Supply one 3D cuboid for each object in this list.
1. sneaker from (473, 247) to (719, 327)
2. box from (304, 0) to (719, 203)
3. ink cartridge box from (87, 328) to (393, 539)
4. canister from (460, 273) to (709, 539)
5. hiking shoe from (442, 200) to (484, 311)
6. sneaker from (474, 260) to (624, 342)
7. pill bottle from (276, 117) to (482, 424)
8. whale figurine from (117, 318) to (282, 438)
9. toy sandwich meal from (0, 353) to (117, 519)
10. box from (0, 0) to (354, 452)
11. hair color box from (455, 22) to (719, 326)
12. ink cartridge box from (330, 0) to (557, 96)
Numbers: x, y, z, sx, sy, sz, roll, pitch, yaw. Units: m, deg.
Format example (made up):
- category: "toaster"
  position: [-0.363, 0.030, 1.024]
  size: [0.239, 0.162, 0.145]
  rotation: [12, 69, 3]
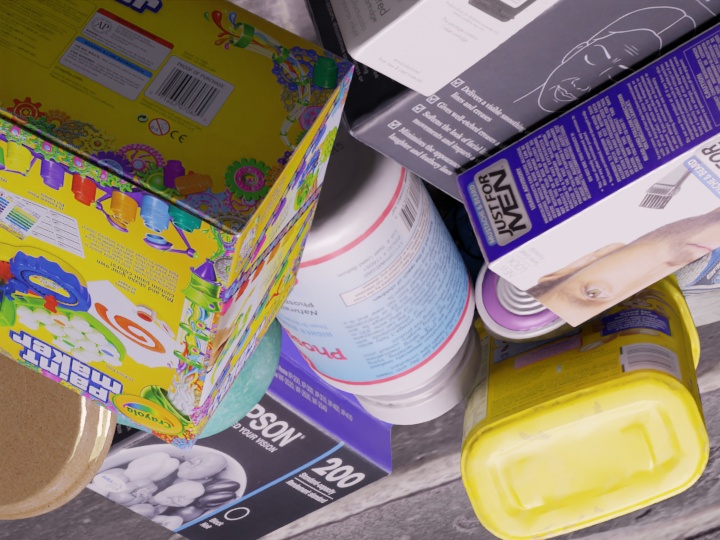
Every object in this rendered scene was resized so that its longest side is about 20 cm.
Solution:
- category: "sneaker"
  position: [0.154, 0.001, 1.586]
  size: [0.199, 0.077, 0.085]
  rotation: [-18, 140, -15]
- category: "box"
  position: [0.097, -0.137, 1.288]
  size: [0.200, 0.107, 0.148]
  rotation: [-31, 147, 22]
- category: "ink cartridge box"
  position: [-0.065, 0.111, 1.656]
  size: [0.199, 0.044, 0.198]
  rotation: [-30, 147, 16]
- category: "canister"
  position: [0.130, 0.076, 1.456]
  size: [0.148, 0.200, 0.087]
  rotation: [-19, 104, 10]
- category: "hiking shoe"
  position: [0.093, -0.055, 1.460]
  size: [0.200, 0.075, 0.087]
  rotation: [-42, 140, 15]
- category: "sneaker"
  position: [0.149, -0.024, 1.430]
  size: [0.199, 0.075, 0.100]
  rotation: [-30, 168, -6]
- category: "pill bottle"
  position: [0.000, 0.000, 1.382]
  size: [0.108, 0.109, 0.200]
  rotation: [-23, 139, 7]
- category: "whale figurine"
  position: [-0.144, 0.053, 1.454]
  size: [0.199, 0.104, 0.159]
  rotation: [-10, 155, 11]
- category: "toy sandwich meal"
  position: [-0.213, 0.052, 1.398]
  size: [0.205, 0.205, 0.070]
  rotation: [-39, 180, 31]
- category: "box"
  position: [-0.131, -0.046, 1.200]
  size: [0.199, 0.122, 0.193]
  rotation: [27, 144, 7]
- category: "hair color box"
  position: [0.163, -0.055, 1.290]
  size: [0.199, 0.065, 0.109]
  rotation: [-29, 149, 20]
- category: "ink cartridge box"
  position: [0.071, -0.191, 1.181]
  size: [0.200, 0.116, 0.068]
  rotation: [-36, 145, 24]
